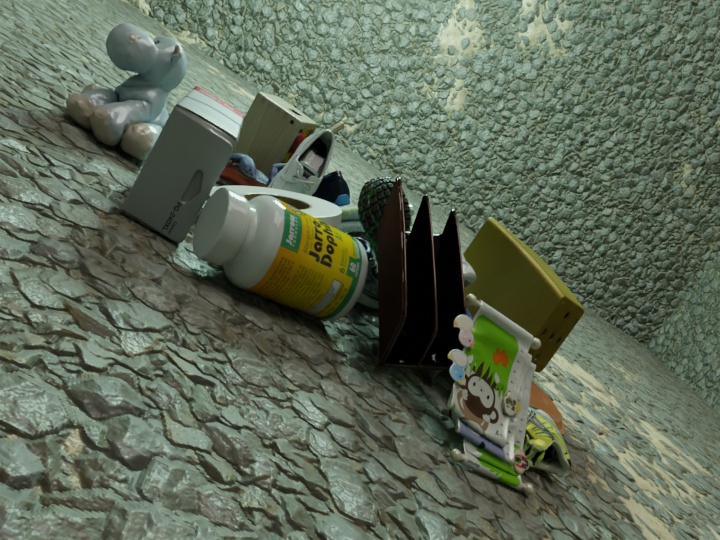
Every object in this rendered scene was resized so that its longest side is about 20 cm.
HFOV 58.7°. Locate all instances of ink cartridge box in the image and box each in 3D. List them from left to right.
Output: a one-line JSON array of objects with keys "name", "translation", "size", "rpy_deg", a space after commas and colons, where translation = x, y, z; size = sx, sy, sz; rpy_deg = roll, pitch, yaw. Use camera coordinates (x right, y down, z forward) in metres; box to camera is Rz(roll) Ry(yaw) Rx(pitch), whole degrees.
[{"name": "ink cartridge box", "translation": [-0.219, -0.142, 0.816], "size": [0.082, 0.147, 0.201], "rpy_deg": [29, 14, -17]}]

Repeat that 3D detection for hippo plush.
[{"name": "hippo plush", "translation": [-0.315, -0.266, 0.948], "size": [0.197, 0.163, 0.160], "rpy_deg": [18, 21, -36]}]

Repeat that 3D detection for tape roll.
[{"name": "tape roll", "translation": [-0.124, -0.084, 0.921], "size": [0.197, 0.038, 0.203], "rpy_deg": [9, 15, -2]}]

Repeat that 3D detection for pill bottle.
[{"name": "pill bottle", "translation": [-0.095, -0.021, 0.770], "size": [0.197, 0.114, 0.113], "rpy_deg": [25, 16, -35]}]

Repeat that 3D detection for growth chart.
[{"name": "growth chart", "translation": [0.156, 0.141, 0.747], "size": [0.142, 0.205, 0.018], "rpy_deg": [23, -25, -26]}]

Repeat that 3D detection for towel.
[{"name": "towel", "translation": [0.000, -0.096, 1.161], "size": [0.194, 0.050, 0.171], "rpy_deg": [-4, 4, 2]}]

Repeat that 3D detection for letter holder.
[{"name": "letter holder", "translation": [0.081, 0.002, 0.806], "size": [0.098, 0.143, 0.204], "rpy_deg": [4, 59, -7]}]

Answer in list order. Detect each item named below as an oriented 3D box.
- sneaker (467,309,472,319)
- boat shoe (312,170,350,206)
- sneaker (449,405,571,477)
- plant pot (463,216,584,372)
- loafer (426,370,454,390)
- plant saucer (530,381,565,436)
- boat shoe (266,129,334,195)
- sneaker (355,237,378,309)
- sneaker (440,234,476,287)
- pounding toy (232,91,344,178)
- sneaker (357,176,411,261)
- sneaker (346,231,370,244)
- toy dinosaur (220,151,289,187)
[{"name": "sneaker", "translation": [0.130, 0.089, 0.978], "size": [0.078, 0.075, 0.200], "rpy_deg": [59, -3, 11]}, {"name": "boat shoe", "translation": [-0.074, -0.151, 1.186], "size": [0.083, 0.071, 0.198], "rpy_deg": [-13, 9, -37]}, {"name": "sneaker", "translation": [0.194, 0.197, 0.798], "size": [0.197, 0.076, 0.077], "rpy_deg": [25, 15, -29]}, {"name": "plant pot", "translation": [0.266, 0.062, 1.112], "size": [0.176, 0.202, 0.198], "rpy_deg": [41, 11, 36]}, {"name": "loafer", "translation": [0.113, 0.119, 0.872], "size": [0.198, 0.071, 0.070], "rpy_deg": [35, 49, 19]}, {"name": "plant saucer", "translation": [0.247, 0.193, 1.029], "size": [0.198, 0.033, 0.201], "rpy_deg": [32, 14, -9]}, {"name": "boat shoe", "translation": [-0.101, -0.159, 1.074], "size": [0.073, 0.204, 0.065], "rpy_deg": [31, -28, -21]}, {"name": "sneaker", "translation": [0.000, 0.000, 0.982], "size": [0.077, 0.086, 0.198], "rpy_deg": [43, 15, 34]}, {"name": "sneaker", "translation": [0.106, 0.004, 1.015], "size": [0.076, 0.199, 0.102], "rpy_deg": [-6, 72, -32]}, {"name": "pounding toy", "translation": [-0.149, -0.251, 1.268], "size": [0.141, 0.186, 0.200], "rpy_deg": [33, 13, 1]}, {"name": "sneaker", "translation": [0.044, -0.042, 0.959], "size": [0.085, 0.076, 0.205], "rpy_deg": [88, -11, -80]}, {"name": "sneaker", "translation": [0.042, -0.019, 1.155], "size": [0.196, 0.081, 0.116], "rpy_deg": [29, 17, -16]}, {"name": "toy dinosaur", "translation": [-0.182, -0.136, 1.118], "size": [0.198, 0.106, 0.182], "rpy_deg": [-27, 67, -36]}]
